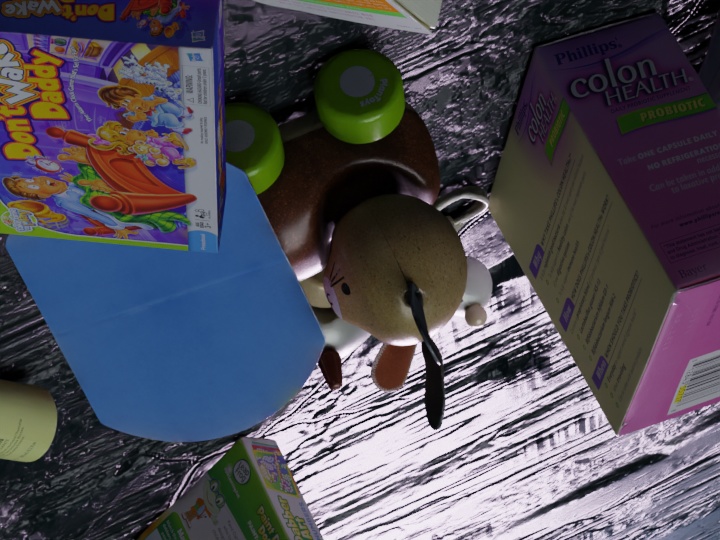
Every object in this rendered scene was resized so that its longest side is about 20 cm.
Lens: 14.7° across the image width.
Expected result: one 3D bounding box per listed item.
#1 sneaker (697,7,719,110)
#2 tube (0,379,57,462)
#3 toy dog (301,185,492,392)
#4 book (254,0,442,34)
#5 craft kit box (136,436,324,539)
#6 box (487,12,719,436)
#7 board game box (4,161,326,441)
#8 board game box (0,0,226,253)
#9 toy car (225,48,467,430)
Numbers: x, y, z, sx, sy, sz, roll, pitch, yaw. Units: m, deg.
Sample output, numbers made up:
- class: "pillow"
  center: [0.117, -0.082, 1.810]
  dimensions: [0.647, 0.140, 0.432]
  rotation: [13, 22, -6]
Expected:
- class: "sneaker"
  center: [0.246, -0.082, 1.811]
  dimensions: [0.073, 0.118, 0.201]
  rotation: [7, 118, -6]
- class: "tube"
  center: [-0.281, 0.086, 1.755]
  dimensions: [0.199, 0.052, 0.058]
  rotation: [15, 90, -47]
- class: "toy dog"
  center: [0.016, 0.034, 1.881]
  dimensions: [0.199, 0.097, 0.132]
  rotation: [-18, 151, -20]
- class: "book"
  center: [-0.058, -0.180, 1.438]
  dimensions: [0.133, 0.048, 0.200]
  rotation: [8, 170, 30]
- class: "craft kit box"
  center: [-0.096, 0.260, 2.052]
  dimensions: [0.048, 0.201, 0.198]
  rotation: [5, 139, -47]
- class: "box"
  center: [0.180, -0.029, 1.814]
  dimensions: [0.096, 0.201, 0.176]
  rotation: [-18, 150, -20]
- class: "board game box"
  center: [-0.112, 0.007, 1.677]
  dimensions: [0.157, 0.039, 0.201]
  rotation: [-19, 114, 17]
- class: "board game box"
  center: [-0.142, -0.086, 1.526]
  dimensions: [0.134, 0.045, 0.200]
  rotation: [5, 149, 2]
- class: "toy car"
  center: [0.000, 0.000, 1.697]
  dimensions: [0.157, 0.201, 0.165]
  rotation: [-24, 152, -7]
